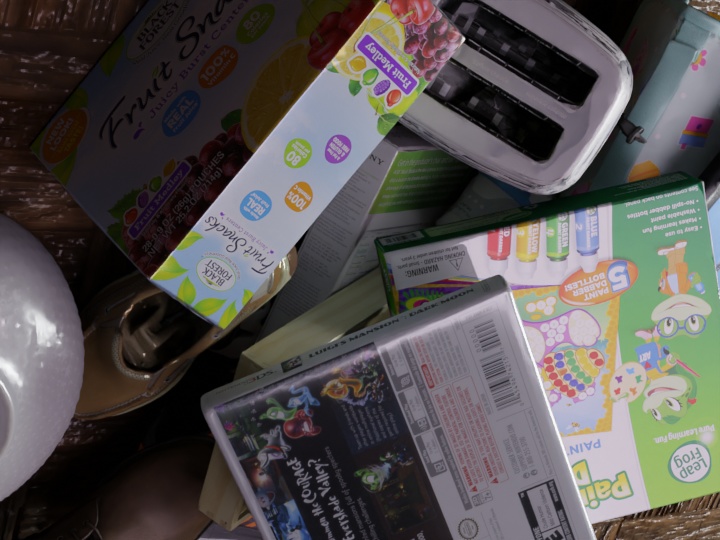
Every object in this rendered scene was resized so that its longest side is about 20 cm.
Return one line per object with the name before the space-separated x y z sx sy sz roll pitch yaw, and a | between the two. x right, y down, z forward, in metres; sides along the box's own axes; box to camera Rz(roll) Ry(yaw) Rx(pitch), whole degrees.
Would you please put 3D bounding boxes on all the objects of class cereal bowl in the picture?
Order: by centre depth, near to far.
cereal bowl | -0.243 0.064 0.898 0.200 0.083 0.200 -11 121 -19

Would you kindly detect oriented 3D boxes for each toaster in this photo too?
toaster | 0.080 -0.114 0.965 0.114 0.200 0.129 -57 -179 10

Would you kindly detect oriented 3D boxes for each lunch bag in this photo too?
lunch bag | 0.213 -0.093 1.126 0.200 0.122 0.171 4 118 -62

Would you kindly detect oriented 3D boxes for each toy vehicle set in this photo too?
toy vehicle set | -0.018 0.067 1.031 0.200 0.026 0.124 -32 148 -50

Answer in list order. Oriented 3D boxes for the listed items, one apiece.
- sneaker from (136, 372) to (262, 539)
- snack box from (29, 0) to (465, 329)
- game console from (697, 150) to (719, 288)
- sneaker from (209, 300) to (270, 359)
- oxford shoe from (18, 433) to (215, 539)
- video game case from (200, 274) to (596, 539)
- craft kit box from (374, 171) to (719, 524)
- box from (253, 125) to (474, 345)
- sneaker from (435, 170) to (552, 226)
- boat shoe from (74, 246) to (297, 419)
sneaker | -0.061 0.130 1.114 0.200 0.078 0.112 0 119 -38
snack box | -0.067 -0.094 0.892 0.200 0.169 0.068 -49 133 1
game console | 0.256 -0.033 1.100 0.200 0.031 0.177 -51 152 0
sneaker | -0.082 -0.033 0.995 0.090 0.066 0.200 0 120 -41
oxford shoe | -0.160 0.174 1.024 0.200 0.084 0.073 -36 95 3
video game case | 0.027 0.118 0.953 0.182 0.023 0.200 -22 120 -1
craft kit box | 0.123 0.057 1.006 0.200 0.049 0.198 -13 106 -6
box | 0.000 0.000 1.065 0.200 0.036 0.144 -63 160 16
sneaker | 0.088 0.007 1.141 0.087 0.075 0.200 -40 140 -17
boat shoe | -0.124 0.036 0.951 0.200 0.072 0.076 -41 -173 35
